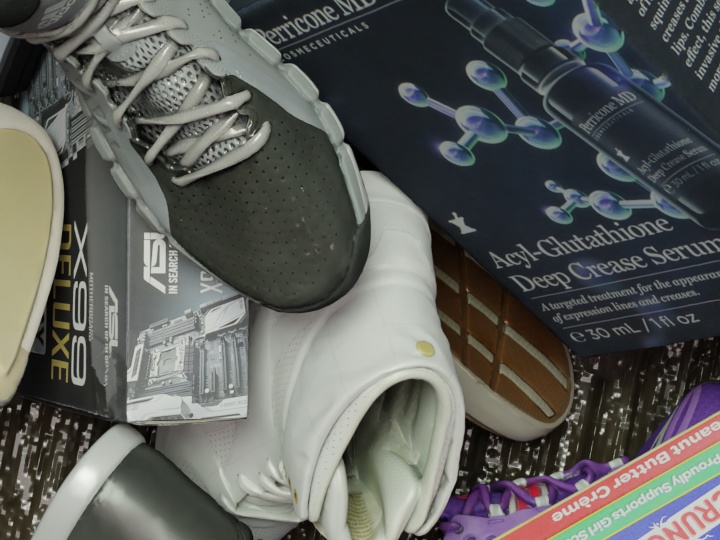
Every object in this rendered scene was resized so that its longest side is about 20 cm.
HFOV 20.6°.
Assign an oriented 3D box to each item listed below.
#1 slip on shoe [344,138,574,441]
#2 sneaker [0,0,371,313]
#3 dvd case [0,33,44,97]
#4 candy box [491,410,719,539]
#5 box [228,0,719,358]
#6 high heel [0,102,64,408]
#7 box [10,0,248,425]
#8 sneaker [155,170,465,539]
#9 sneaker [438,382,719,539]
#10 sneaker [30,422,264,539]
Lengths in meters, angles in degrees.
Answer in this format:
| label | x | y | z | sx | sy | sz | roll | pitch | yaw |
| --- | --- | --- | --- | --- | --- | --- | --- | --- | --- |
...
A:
| label | x | y | z | sx | sy | sz | roll | pitch | yaw |
| --- | --- | --- | --- | --- | --- | --- | --- | --- | --- |
| slip on shoe | 0.000 | 0.000 | 0.806 | 0.200 | 0.076 | 0.061 | 39 | 135 | -9 |
| sneaker | -0.077 | -0.064 | 0.612 | 0.075 | 0.115 | 0.200 | -35 | 89 | 17 |
| dvd case | -0.162 | -0.184 | 0.751 | 0.018 | 0.143 | 0.200 | -21 | 70 | -35 |
| candy box | 0.139 | 0.146 | 0.736 | 0.169 | 0.200 | 0.077 | -28 | 47 | 2 |
| box | 0.083 | -0.075 | 0.678 | 0.200 | 0.148 | 0.107 | 42 | 60 | -23 |
| high heel | -0.180 | -0.023 | 0.767 | 0.071 | 0.143 | 0.200 | 0 | 66 | -39 |
| box | -0.091 | -0.046 | 0.756 | 0.050 | 0.158 | 0.200 | 0 | 92 | -25 |
| sneaker | -0.024 | 0.072 | 0.738 | 0.074 | 0.116 | 0.200 | 9 | 132 | -21 |
| sneaker | 0.073 | 0.108 | 0.795 | 0.200 | 0.081 | 0.083 | -39 | 82 | 2 |
| sneaker | -0.086 | 0.152 | 0.755 | 0.099 | 0.071 | 0.200 | 35 | 134 | 9 |
